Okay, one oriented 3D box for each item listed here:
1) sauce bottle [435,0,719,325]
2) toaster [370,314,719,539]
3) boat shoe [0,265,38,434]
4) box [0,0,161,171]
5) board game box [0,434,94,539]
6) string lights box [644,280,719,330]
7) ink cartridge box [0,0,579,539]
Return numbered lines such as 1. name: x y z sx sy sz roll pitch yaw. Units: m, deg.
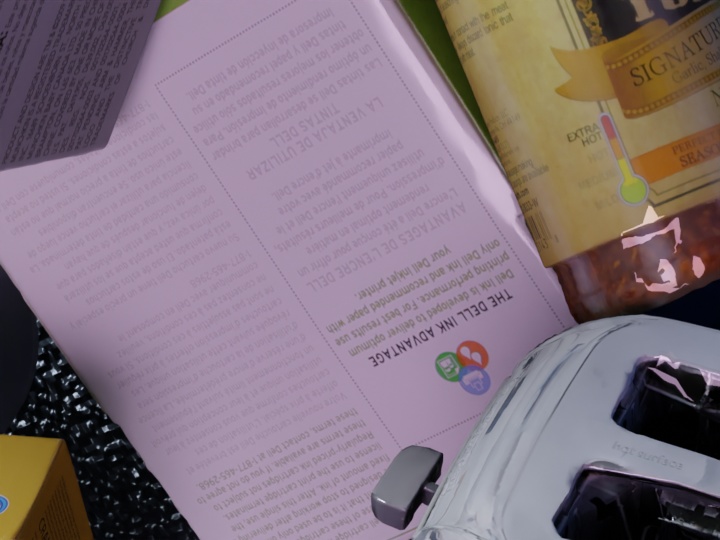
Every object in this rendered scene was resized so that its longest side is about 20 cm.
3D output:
1. sauce bottle: 0.040 -0.088 0.678 0.066 0.066 0.201 -24 89 32
2. toaster: 0.095 0.097 0.643 0.199 0.114 0.130 18 136 19
3. boat shoe: -0.146 -0.010 0.812 0.065 0.073 0.200 41 160 30
4. box: -0.144 -0.118 0.694 0.200 0.101 0.113 35 115 23
5. board game box: -0.161 0.106 0.779 0.199 0.040 0.154 4 131 16
6. string lights box: 0.139 0.038 0.750 0.199 0.059 0.103 -29 107 33
7. ink cartridge box: 0.000 0.000 0.761 0.147 0.076 0.201 -27 102 33
